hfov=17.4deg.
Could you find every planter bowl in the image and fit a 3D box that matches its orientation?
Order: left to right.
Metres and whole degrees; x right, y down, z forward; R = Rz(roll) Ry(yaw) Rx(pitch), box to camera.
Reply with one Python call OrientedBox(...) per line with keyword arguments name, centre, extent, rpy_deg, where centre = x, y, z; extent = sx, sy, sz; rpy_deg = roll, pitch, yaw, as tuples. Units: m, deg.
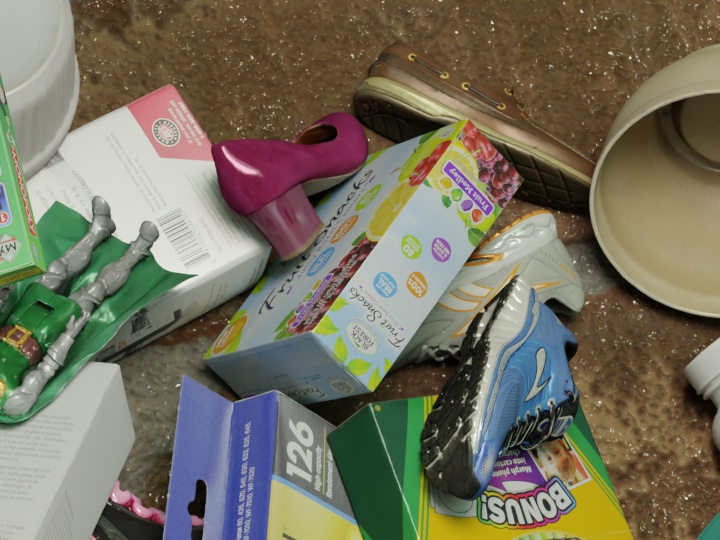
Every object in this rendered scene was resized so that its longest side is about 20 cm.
OrientedBox(name="planter bowl", centre=(0.273, -0.084, 1.738), extent=(0.199, 0.201, 0.135), rpy_deg=(19, 37, -4))

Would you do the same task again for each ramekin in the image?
OrientedBox(name="ramekin", centre=(-0.284, -0.153, 1.590), extent=(0.201, 0.094, 0.204), rpy_deg=(8, 59, -13))

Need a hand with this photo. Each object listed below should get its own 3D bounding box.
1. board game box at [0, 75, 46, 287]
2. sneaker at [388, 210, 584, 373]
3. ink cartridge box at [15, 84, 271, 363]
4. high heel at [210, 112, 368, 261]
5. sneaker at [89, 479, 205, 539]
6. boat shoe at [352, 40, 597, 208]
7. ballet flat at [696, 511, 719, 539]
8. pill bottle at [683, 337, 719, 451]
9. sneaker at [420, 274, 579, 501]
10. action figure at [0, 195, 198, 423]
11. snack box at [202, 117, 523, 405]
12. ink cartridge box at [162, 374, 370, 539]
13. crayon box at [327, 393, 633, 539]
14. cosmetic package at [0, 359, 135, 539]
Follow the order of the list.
OrientedBox(name="board game box", centre=(-0.303, -0.034, 1.450), extent=(0.199, 0.029, 0.136), rpy_deg=(-17, 76, 7))
OrientedBox(name="sneaker", centre=(0.081, 0.039, 1.696), extent=(0.199, 0.076, 0.092), rpy_deg=(-32, 86, -19))
OrientedBox(name="ink cartridge box", centre=(-0.184, -0.017, 1.649), extent=(0.199, 0.085, 0.146), rpy_deg=(-28, 75, -23))
OrientedBox(name="high heel", centre=(-0.049, -0.091, 1.670), extent=(0.096, 0.067, 0.200), rpy_deg=(55, 21, -18))
OrientedBox(name="sneaker", centre=(-0.141, 0.198, 1.557), extent=(0.199, 0.079, 0.095), rpy_deg=(20, 27, 3))
OrientedBox(name="boat shoe", centre=(0.096, -0.112, 1.759), extent=(0.199, 0.072, 0.068), rpy_deg=(25, 66, 1))
OrientedBox(name="ballet flat", centre=(0.243, 0.244, 1.644), extent=(0.072, 0.072, 0.201), rpy_deg=(37, 76, 4))
OrientedBox(name="pill bottle", centre=(0.324, 0.128, 1.691), extent=(0.108, 0.109, 0.201), rpy_deg=(-31, 78, -22))
OrientedBox(name="sneaker", centre=(0.105, 0.086, 1.573), extent=(0.089, 0.079, 0.200), rpy_deg=(36, 40, -6))
OrientedBox(name="action figure", centre=(-0.208, 0.036, 1.529), extent=(0.118, 0.055, 0.200), rpy_deg=(23, 54, 20))
OrientedBox(name="snack box", centre=(0.000, 0.000, 1.634), extent=(0.068, 0.168, 0.200), rpy_deg=(45, 64, -16))
OrientedBox(name="ink cartridge box", centre=(-0.039, 0.183, 1.545), extent=(0.200, 0.047, 0.199), rpy_deg=(35, 42, -33))
OrientedBox(name="crayon box", centre=(0.092, 0.170, 1.607), extent=(0.199, 0.058, 0.174), rpy_deg=(-4, 65, -42))
OrientedBox(name="cosmetic package", centre=(-0.225, 0.146, 1.496), extent=(0.101, 0.072, 0.201), rpy_deg=(4, 41, 16))
